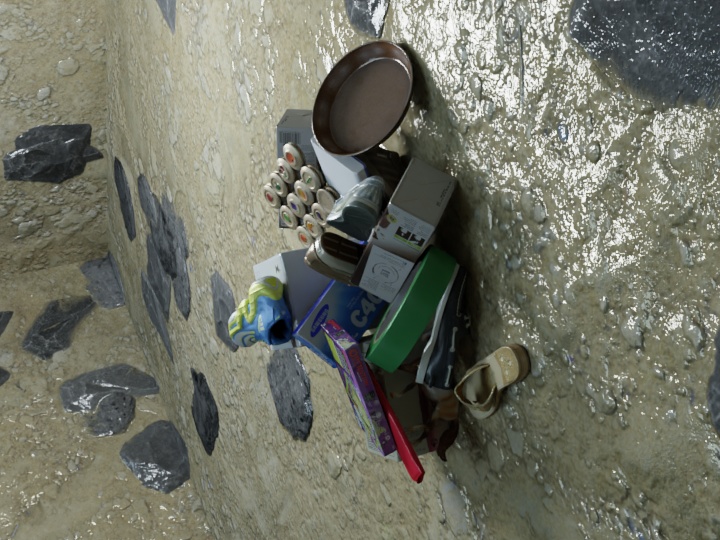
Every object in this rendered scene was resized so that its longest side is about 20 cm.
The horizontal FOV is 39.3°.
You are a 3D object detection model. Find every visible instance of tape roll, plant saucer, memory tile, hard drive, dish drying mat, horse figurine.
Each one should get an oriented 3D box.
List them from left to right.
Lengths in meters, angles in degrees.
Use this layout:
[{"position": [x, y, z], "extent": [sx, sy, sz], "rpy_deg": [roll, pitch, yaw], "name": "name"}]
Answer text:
[{"position": [-0.106, -0.127, 1.783], "extent": [0.154, 0.017, 0.200], "rpy_deg": [51, 150, 7], "name": "memory tile"}, {"position": [-0.011, -0.124, 1.680], "extent": [0.132, 0.025, 0.201], "rpy_deg": [40, 161, 40], "name": "hard drive"}, {"position": [0.009, -0.266, 1.593], "extent": [0.199, 0.034, 0.201], "rpy_deg": [-18, 60, 33], "name": "plant saucer"}, {"position": [0.047, 0.240, 1.590], "extent": [0.201, 0.018, 0.077], "rpy_deg": [62, 168, 21], "name": "dish drying mat"}, {"position": [0.076, 0.057, 1.531], "extent": [0.048, 0.201, 0.201], "rpy_deg": [29, 148, -2], "name": "tape roll"}, {"position": [0.110, 0.201, 1.615], "extent": [0.050, 0.132, 0.201], "rpy_deg": [-13, 102, 63], "name": "horse figurine"}]

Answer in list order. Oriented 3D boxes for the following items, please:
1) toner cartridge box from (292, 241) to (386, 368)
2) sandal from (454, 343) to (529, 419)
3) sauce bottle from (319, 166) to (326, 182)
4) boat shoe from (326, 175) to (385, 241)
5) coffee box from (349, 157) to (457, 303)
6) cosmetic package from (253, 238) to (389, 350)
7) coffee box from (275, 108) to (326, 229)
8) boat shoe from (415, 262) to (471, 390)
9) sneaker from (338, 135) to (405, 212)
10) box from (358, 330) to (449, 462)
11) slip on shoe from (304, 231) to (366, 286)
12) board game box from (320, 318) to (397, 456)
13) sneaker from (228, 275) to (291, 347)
[{"position": [-0.018, 0.056, 1.692], "extent": [0.095, 0.200, 0.043], "rpy_deg": [38, 163, -8], "name": "toner cartridge box"}, {"position": [0.173, 0.169, 1.494], "extent": [0.078, 0.069, 0.212], "rpy_deg": [69, 155, 21], "name": "sandal"}, {"position": [-0.016, -0.168, 1.769], "extent": [0.200, 0.066, 0.066], "rpy_deg": [23, 122, 61], "name": "sauce bottle"}, {"position": [-0.003, -0.096, 1.584], "extent": [0.065, 0.074, 0.202], "rpy_deg": [-64, 4, -13], "name": "boat shoe"}, {"position": [0.063, -0.058, 1.544], "extent": [0.113, 0.079, 0.200], "rpy_deg": [-62, 0, -41], "name": "coffee box"}, {"position": [-0.063, 0.041, 1.804], "extent": [0.165, 0.199, 0.166], "rpy_deg": [-18, 84, 66], "name": "cosmetic package"}, {"position": [-0.110, -0.190, 1.898], "extent": [0.115, 0.079, 0.201], "rpy_deg": [-73, -15, -62], "name": "coffee box"}, {"position": [0.139, 0.087, 1.544], "extent": [0.076, 0.060, 0.201], "rpy_deg": [-62, -12, -69], "name": "boat shoe"}, {"position": [0.048, -0.155, 1.638], "extent": [0.200, 0.075, 0.070], "rpy_deg": [53, 162, 2], "name": "sneaker"}, {"position": [0.066, 0.206, 1.705], "extent": [0.128, 0.108, 0.201], "rpy_deg": [0, 100, 66], "name": "box"}, {"position": [0.000, 0.000, 1.655], "extent": [0.061, 0.199, 0.076], "rpy_deg": [-43, 41, 38], "name": "slip on shoe"}, {"position": [-0.003, 0.184, 1.594], "extent": [0.120, 0.032, 0.201], "rpy_deg": [-132, 20, -65], "name": "board game box"}, {"position": [-0.171, 0.101, 1.733], "extent": [0.105, 0.075, 0.200], "rpy_deg": [64, 151, 27], "name": "sneaker"}]
